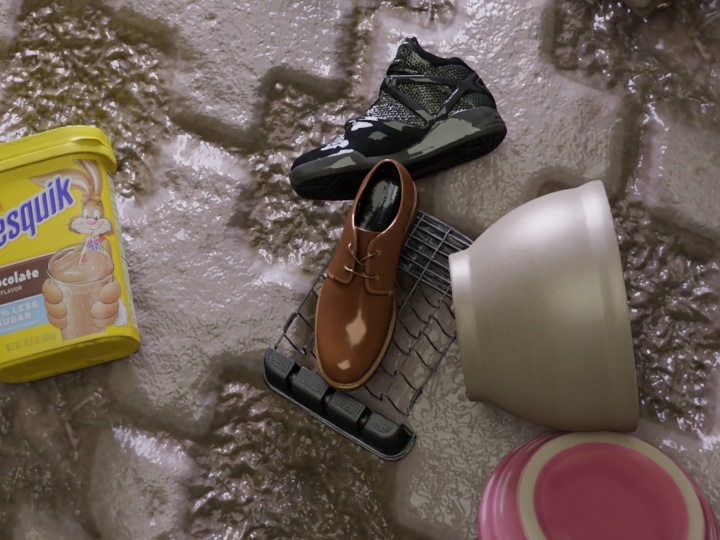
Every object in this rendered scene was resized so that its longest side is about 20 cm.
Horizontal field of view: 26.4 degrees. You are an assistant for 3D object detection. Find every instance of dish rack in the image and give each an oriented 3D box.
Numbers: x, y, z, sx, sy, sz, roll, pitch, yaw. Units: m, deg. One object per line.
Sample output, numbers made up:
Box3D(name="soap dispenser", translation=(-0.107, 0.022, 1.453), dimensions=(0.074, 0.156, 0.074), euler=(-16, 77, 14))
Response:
Box3D(name="dish rack", translation=(0.019, 0.044, 1.337), dimensions=(0.152, 0.055, 0.201), euler=(30, 79, 15))

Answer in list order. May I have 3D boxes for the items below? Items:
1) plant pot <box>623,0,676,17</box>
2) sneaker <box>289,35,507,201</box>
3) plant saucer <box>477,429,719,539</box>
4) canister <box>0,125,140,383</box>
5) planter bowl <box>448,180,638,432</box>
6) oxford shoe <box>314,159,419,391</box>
Box3D(name="plant pot", translation=(0.245, -0.336, 1.348), dimensions=(0.200, 0.200, 0.184), euler=(-37, 82, -2))
Box3D(name="sneaker", translation=(0.022, -0.135, 1.378), dimensions=(0.197, 0.076, 0.115), euler=(-21, 70, 0))
Box3D(name="plant saucer", translation=(0.194, 0.202, 1.215), dimensions=(0.198, 0.051, 0.202), euler=(5, 49, -5))
Box3D(name="canister", translation=(-0.282, -0.013, 1.388), dimensions=(0.147, 0.087, 0.202), euler=(-14, 74, 6))
Box3D(name="planter bowl", translation=(0.142, 0.037, 1.235), dimensions=(0.133, 0.200, 0.203), euler=(-7, 73, 4))
Box3D(name="oxford shoe", translation=(0.000, 0.000, 1.289), dimensions=(0.070, 0.071, 0.203), euler=(10, 75, 9))
